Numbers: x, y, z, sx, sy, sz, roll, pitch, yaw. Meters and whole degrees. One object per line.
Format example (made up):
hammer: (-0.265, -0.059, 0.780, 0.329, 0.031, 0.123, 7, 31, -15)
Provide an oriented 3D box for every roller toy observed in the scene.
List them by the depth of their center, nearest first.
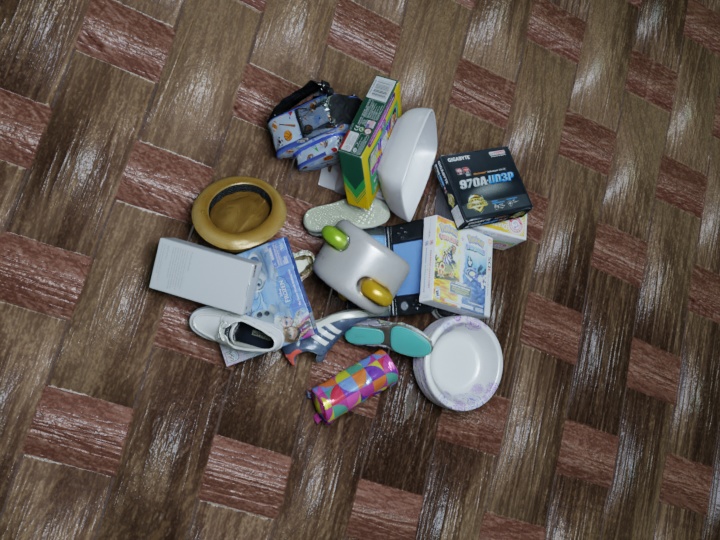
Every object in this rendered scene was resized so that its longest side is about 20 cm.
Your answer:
roller toy: (0.000, 0.000, 1.497, 0.198, 0.182, 0.142, 34, 93, 12)

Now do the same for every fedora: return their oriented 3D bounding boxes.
fedora: (-0.244, -0.101, 1.477, 0.195, 0.083, 0.204, 6, 52, -7)

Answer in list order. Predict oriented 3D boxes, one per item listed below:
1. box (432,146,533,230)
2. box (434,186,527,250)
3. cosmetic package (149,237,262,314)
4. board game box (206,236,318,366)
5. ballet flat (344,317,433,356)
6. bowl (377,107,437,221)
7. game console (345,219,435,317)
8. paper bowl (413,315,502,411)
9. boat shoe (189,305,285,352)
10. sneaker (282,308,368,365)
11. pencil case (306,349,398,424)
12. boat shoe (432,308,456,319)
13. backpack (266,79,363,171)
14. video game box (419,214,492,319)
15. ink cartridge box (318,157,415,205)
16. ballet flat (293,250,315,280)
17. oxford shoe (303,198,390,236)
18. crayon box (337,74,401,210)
box: (0.271, -0.184, 1.612, 0.196, 0.046, 0.163, -11, 73, -29)
box: (0.280, -0.130, 1.690, 0.195, 0.101, 0.116, 11, 74, -20)
cosmetic package: (-0.299, 0.009, 1.413, 0.195, 0.074, 0.104, 17, 95, 5)
board game box: (-0.207, 0.062, 1.461, 0.194, 0.043, 0.205, -20, 90, 8)
ballet flat: (0.064, 0.133, 1.562, 0.195, 0.072, 0.074, 9, 78, 12)
bowl: (0.096, -0.227, 1.531, 0.073, 0.200, 0.204, 19, 75, 15)
game console: (0.061, -0.003, 1.588, 0.117, 0.168, 0.206, 2, 82, -47)
paper bowl: (0.209, 0.203, 1.618, 0.195, 0.104, 0.207, 1, 87, -21)
boat shoe: (-0.245, 0.118, 1.413, 0.195, 0.066, 0.074, 18, 96, 7)
sneaker: (-0.069, 0.141, 1.523, 0.195, 0.075, 0.087, -18, 90, 0)
pencil case: (-0.015, 0.246, 1.542, 0.197, 0.088, 0.090, -26, 93, -21)
boat shoe: (0.239, 0.031, 1.679, 0.200, 0.060, 0.074, -43, 99, -21)
backpack: (-0.092, -0.289, 1.520, 0.199, 0.186, 0.159, -5, 86, -66)
video game box: (0.212, -0.004, 1.590, 0.197, 0.046, 0.188, 16, 70, -40)
ink cartridge box: (0.014, -0.219, 1.618, 0.195, 0.067, 0.120, 15, 78, -19)
ballet flat: (-0.173, 0.013, 1.516, 0.198, 0.064, 0.077, -35, 96, -21)
oxford shoe: (-0.032, -0.115, 1.586, 0.195, 0.058, 0.077, -11, 73, -15)
crayon box: (0.024, -0.259, 1.490, 0.057, 0.174, 0.203, 18, 64, 15)
